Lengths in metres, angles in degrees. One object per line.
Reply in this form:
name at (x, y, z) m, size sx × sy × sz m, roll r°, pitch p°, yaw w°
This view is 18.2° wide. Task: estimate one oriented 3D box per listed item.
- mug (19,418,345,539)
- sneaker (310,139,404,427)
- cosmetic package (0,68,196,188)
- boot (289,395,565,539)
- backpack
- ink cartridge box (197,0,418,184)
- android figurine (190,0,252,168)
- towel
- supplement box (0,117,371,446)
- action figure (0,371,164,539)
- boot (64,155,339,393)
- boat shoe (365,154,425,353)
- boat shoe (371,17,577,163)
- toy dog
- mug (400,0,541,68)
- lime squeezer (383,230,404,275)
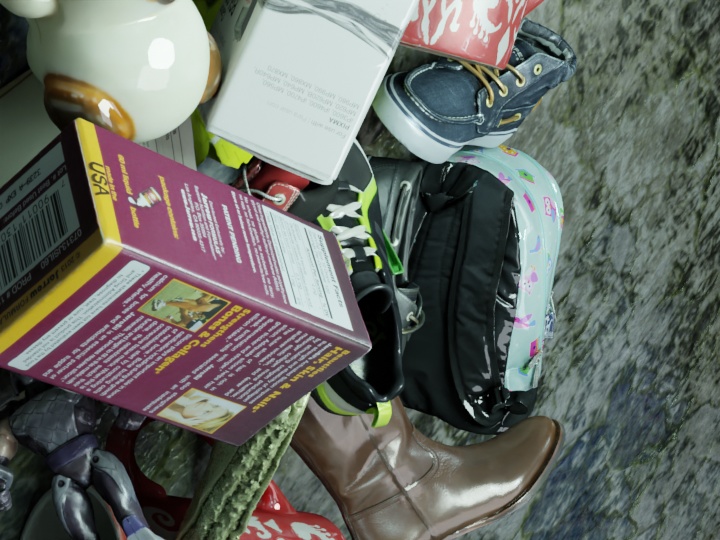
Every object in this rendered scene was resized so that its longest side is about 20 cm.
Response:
mug at (-0.103, 0.192, 1.480) m, size 0.200 × 0.133 × 0.178 m, roll 9°, pitch 113°, yaw -38°
sneaker at (0.000, 0.000, 1.448) m, size 0.072 × 0.083 × 0.200 m, roll -10°, pitch 92°, yaw -28°
cosmetic package at (-0.188, -0.042, 1.274) m, size 0.200 × 0.073 × 0.104 m, roll -40°, pitch 144°, yaw -33°
boot at (0.034, 0.094, 1.543) m, size 0.186 × 0.064 × 0.200 m, roll -41°, pitch 110°, yaw -25°
backpack at (0.072, 0.004, 1.658) m, size 0.127 × 0.167 × 0.200 m, roll -34°, pitch 135°, yaw -65°
ink cartridge box at (-0.019, -0.166, 1.272) m, size 0.146 × 0.085 × 0.200 m, roll -119°, pitch -129°, yaw -72°
android figurine at (-0.072, -0.143, 1.406) m, size 0.182 × 0.041 × 0.200 m, roll -50°, pitch 147°, yaw -20°
towel at (-0.061, 0.085, 1.377) m, size 0.200 × 0.036 × 0.149 m, roll 117°, pitch -6°, yaw -47°
supplement box at (-0.106, 0.011, 1.202) m, size 0.110 × 0.086 × 0.200 m, roll -37°, pitch 141°, yaw 27°
action figure at (-0.166, 0.124, 1.350) m, size 0.130 × 0.200 × 0.069 m, roll -32°, pitch 168°, yaw 11°
boot at (-0.101, -0.009, 1.322) m, size 0.200 × 0.072 × 0.144 m, roll -25°, pitch 155°, yaw -46°
boat shoe at (0.016, 0.018, 1.577) m, size 0.069 × 0.056 × 0.201 m, roll -32°, pitch 122°, yaw -74°
boat shoe at (0.080, -0.132, 1.550) m, size 0.091 × 0.071 × 0.200 m, roll -43°, pitch 169°, yaw 23°
toy dog at (-0.120, -0.164, 1.167) m, size 0.140 × 0.194 × 0.200 m, roll -45°, pitch 149°, yaw -50°
mug at (0.084, -0.230, 1.397) m, size 0.133 × 0.177 × 0.200 m, roll -139°, pitch -117°, yaw -81°
lime squeezer at (-0.015, -0.095, 1.517) m, size 0.038 × 0.071 × 0.200 m, roll -13°, pitch 98°, yaw -12°
